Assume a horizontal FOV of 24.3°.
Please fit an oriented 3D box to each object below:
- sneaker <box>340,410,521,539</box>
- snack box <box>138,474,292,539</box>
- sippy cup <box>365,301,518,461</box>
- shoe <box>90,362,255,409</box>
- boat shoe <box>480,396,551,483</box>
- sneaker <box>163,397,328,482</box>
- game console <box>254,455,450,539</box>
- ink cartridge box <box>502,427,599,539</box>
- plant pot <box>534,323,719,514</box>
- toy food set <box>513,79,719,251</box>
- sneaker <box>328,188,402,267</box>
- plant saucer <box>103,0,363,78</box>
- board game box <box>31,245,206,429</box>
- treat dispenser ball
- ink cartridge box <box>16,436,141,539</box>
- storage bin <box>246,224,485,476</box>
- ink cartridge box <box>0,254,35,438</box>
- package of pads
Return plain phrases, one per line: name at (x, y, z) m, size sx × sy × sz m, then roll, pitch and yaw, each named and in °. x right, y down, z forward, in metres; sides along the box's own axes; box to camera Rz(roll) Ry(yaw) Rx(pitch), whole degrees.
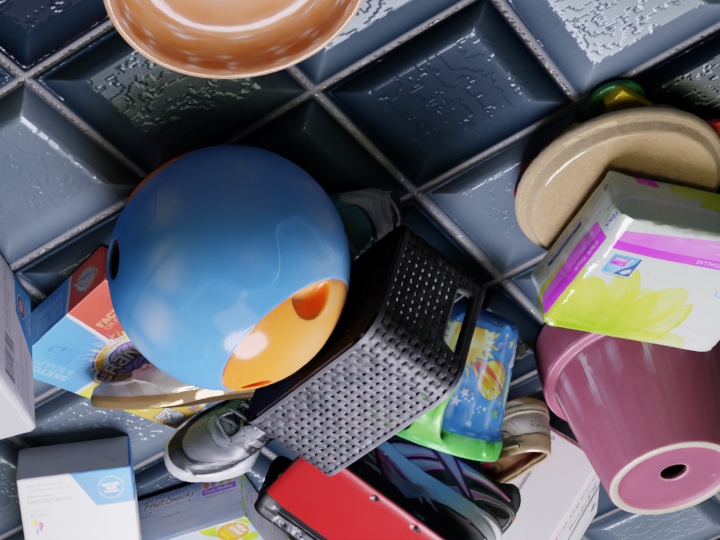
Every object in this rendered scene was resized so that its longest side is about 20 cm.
sneaker at (0.069, 0.196, 1.623) m, size 0.086 × 0.200 × 0.081 m, roll -39°, pitch 158°, yaw -35°
snack box at (-0.171, 0.314, 1.849) m, size 0.168 × 0.068 × 0.200 m, roll -17°, pitch 142°, yaw 8°
sippy cup at (0.087, 0.097, 1.586) m, size 0.139 × 0.178 × 0.131 m, roll 16°, pitch 95°, yaw -26°
shoe at (-0.150, 0.096, 1.541) m, size 0.199 × 0.054 × 0.070 m, roll -6°, pitch 174°, yaw -1°
boat shoe at (0.114, 0.204, 1.677) m, size 0.073 × 0.069 × 0.200 m, roll 21°, pitch 131°, yaw -35°
sneaker at (-0.097, 0.130, 1.608) m, size 0.199 × 0.076 × 0.114 m, roll -21°, pitch 154°, yaw -17°
game console at (0.011, 0.234, 1.621) m, size 0.200 × 0.172 × 0.119 m, roll 37°, pitch 107°, yaw -5°
ink cartridge box at (0.186, 0.269, 1.790) m, size 0.084 × 0.146 × 0.200 m, roll 29°, pitch 162°, yaw 18°
plant pot at (0.286, 0.133, 1.661) m, size 0.199 × 0.180 × 0.201 m, roll -7°, pitch 142°, yaw -5°
toy food set at (0.233, -0.080, 1.488) m, size 0.199 × 0.049 × 0.198 m, roll 25°, pitch 128°, yaw -37°
sneaker at (0.000, 0.000, 1.520) m, size 0.079 × 0.078 × 0.201 m, roll 2°, pitch 135°, yaw 6°
plant saucer at (-0.092, -0.225, 1.230) m, size 0.199 × 0.038 × 0.201 m, roll -7°, pitch 141°, yaw -6°
board game box at (-0.204, 0.067, 1.556) m, size 0.199 × 0.041 × 0.153 m, roll 25°, pitch 129°, yaw -38°
treat dispenser ball at (-0.107, -0.002, 1.370) m, size 0.199 × 0.202 × 0.201 m, roll -8°, pitch 142°, yaw -6°
ink cartridge box at (-0.281, 0.278, 1.709) m, size 0.115 × 0.067 × 0.201 m, roll -7°, pitch 113°, yaw -7°
storage bin at (0.003, 0.070, 1.438) m, size 0.094 × 0.136 × 0.200 m, roll 36°, pitch 135°, yaw -17°
ink cartridge box at (-0.375, 0.039, 1.390) m, size 0.145 × 0.147 × 0.200 m, roll -15°, pitch 141°, yaw 4°
package of pads at (0.269, -0.002, 1.500) m, size 0.199 × 0.068 × 0.155 m, roll 10°, pitch 136°, yaw -25°
